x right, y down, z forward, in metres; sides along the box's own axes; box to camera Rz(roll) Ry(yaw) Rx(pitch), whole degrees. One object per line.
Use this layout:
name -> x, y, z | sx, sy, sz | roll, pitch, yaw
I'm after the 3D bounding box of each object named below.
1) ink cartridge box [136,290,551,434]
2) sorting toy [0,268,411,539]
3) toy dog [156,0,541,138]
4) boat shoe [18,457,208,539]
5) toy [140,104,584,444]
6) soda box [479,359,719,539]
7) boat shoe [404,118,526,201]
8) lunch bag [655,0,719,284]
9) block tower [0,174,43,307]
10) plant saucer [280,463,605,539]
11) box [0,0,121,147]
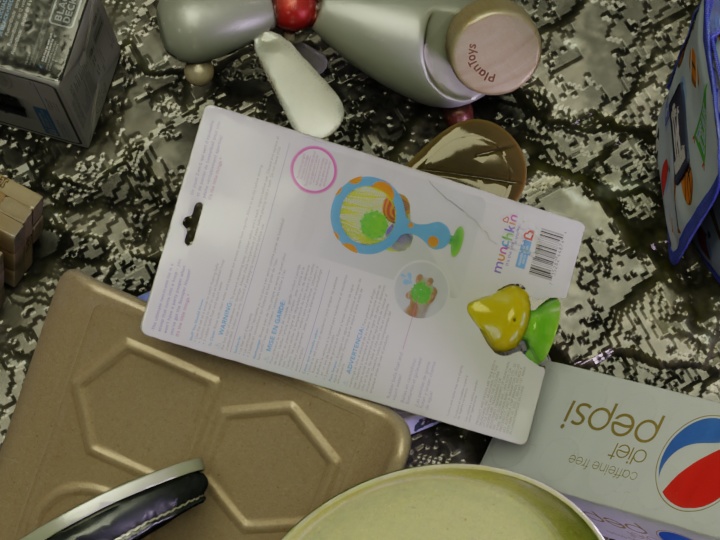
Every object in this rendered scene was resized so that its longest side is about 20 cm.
ink cartridge box -> -0.015, 0.037, 1.424 | 0.200, 0.042, 0.119 | -21, 74, -6
sorting toy -> -0.088, 0.116, 1.370 | 0.200, 0.036, 0.185 | 25, 110, 11
toy dog -> -0.003, -0.109, 1.441 | 0.200, 0.132, 0.096 | 7, 112, 8
boat shoe -> -0.153, 0.160, 1.315 | 0.199, 0.075, 0.066 | -28, 83, -9
toy -> 0.000, 0.004, 1.337 | 0.200, 0.047, 0.115 | 17, 85, -9
soda box -> 0.157, 0.102, 1.331 | 0.200, 0.064, 0.068 | 13, 71, 47
boat shoe -> -0.001, -0.002, 1.392 | 0.201, 0.063, 0.073 | -43, 93, -4
lunch bag -> 0.226, -0.042, 1.373 | 0.124, 0.170, 0.200 | -33, 76, -13
block tower -> -0.235, 0.036, 1.398 | 0.058, 0.054, 0.200 | 27, 59, 10
plant saucer -> 0.030, 0.177, 1.334 | 0.200, 0.031, 0.200 | -5, 115, -12
box -> -0.236, -0.133, 1.443 | 0.200, 0.117, 0.060 | 16, 77, 5
